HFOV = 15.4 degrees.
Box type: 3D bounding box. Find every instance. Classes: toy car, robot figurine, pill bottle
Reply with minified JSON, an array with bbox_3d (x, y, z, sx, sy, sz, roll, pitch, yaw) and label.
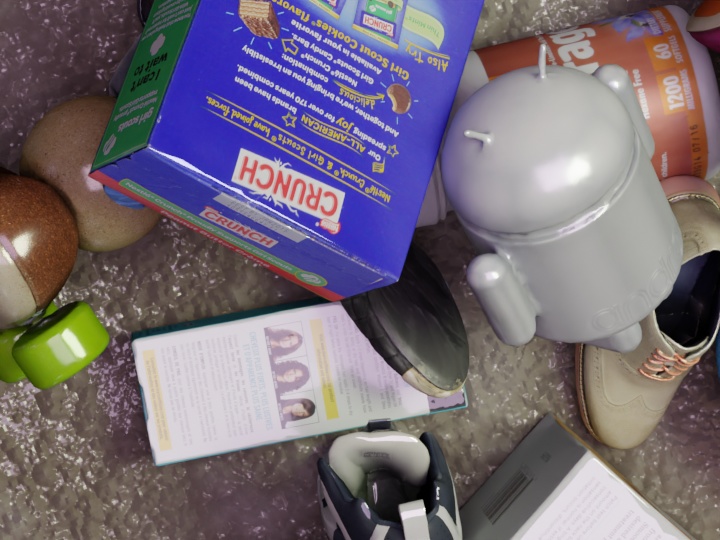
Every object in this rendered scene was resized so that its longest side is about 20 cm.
[{"bbox_3d":[-0.171,-0.053,1.608,0.200,0.158,0.164,-37,103,-17],"label":"toy car"},{"bbox_3d":[0.115,-0.038,1.528,0.170,0.113,0.200,-59,140,-26],"label":"robot figurine"},{"bbox_3d":[0.114,-0.089,1.638,0.200,0.112,0.112,-14,97,-5],"label":"pill bottle"}]

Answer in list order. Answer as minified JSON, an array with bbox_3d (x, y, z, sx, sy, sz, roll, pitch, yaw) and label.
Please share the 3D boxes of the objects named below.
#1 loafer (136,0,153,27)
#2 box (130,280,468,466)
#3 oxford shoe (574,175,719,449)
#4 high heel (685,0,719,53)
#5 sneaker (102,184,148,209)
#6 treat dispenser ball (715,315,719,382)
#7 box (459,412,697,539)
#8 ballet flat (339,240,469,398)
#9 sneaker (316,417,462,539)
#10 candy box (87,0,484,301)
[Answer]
[{"bbox_3d":[-0.038,-0.150,1.641,0.200,0.063,0.072,7,93,-7],"label":"loafer"},{"bbox_3d":[-0.039,0.061,1.670,0.200,0.049,0.082,-10,97,-5],"label":"box"},{"bbox_3d":[0.180,0.041,1.646,0.071,0.074,0.200,0,127,-13],"label":"oxford shoe"},{"bbox_3d":[0.251,-0.141,1.605,0.067,0.200,0.096,-43,92,18],"label":"high heel"},{"bbox_3d":[-0.083,-0.105,1.562,0.200,0.071,0.083,-42,93,-28],"label":"sneaker"},{"bbox_3d":[0.318,0.045,1.629,0.201,0.201,0.201,-1,96,-6],"label":"treat dispenser ball"},{"bbox_3d":[0.167,0.201,1.654,0.200,0.152,0.106,41,90,-9],"label":"box"},{"bbox_3d":[0.000,0.000,1.636,0.066,0.057,0.200,-20,65,-40],"label":"ballet flat"},{"bbox_3d":[0.014,0.124,1.595,0.079,0.199,0.130,-10,122,-3],"label":"sneaker"},{"bbox_3d":[-0.037,-0.108,1.503,0.169,0.077,0.200,29,63,-23],"label":"candy box"}]
